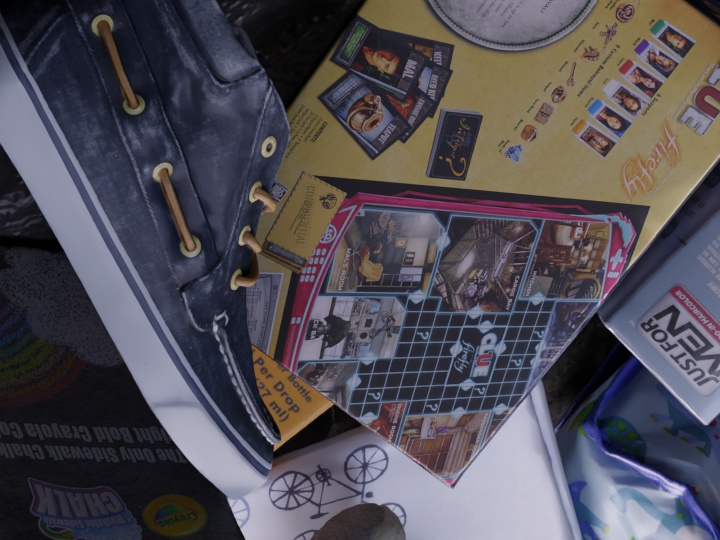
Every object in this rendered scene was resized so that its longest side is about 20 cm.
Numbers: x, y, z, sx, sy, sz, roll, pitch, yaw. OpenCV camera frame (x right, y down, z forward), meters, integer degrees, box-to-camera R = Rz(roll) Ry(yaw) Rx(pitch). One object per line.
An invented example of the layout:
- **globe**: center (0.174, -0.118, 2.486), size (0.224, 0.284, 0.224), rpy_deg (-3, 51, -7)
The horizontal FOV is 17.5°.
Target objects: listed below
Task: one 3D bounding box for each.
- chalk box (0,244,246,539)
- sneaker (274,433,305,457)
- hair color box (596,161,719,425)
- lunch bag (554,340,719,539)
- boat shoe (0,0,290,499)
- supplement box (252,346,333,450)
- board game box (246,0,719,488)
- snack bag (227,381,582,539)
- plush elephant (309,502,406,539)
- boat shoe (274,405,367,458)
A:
- **chalk box**: center (-0.132, 0.103, 0.856), size (0.124, 0.201, 0.124), rpy_deg (6, 135, -41)
- **sneaker**: center (0.003, 0.120, 1.084), size (0.077, 0.089, 0.200), rpy_deg (-42, 144, 22)
- **hair color box**: center (0.171, -0.043, 0.885), size (0.200, 0.099, 0.061), rpy_deg (-44, 104, 5)
- **lunch bag**: center (0.153, 0.093, 1.088), size (0.200, 0.127, 0.170), rpy_deg (-38, 165, -41)
- **boat shoe**: center (-0.055, -0.016, 0.806), size (0.091, 0.071, 0.201), rpy_deg (-29, 116, -2)
- **supplement box**: center (0.000, 0.000, 0.916), size (0.200, 0.067, 0.069), rpy_deg (-40, -177, 16)
- **board game box**: center (0.039, -0.037, 0.839), size (0.200, 0.135, 0.035), rpy_deg (-52, -175, 21)
- **snack bag**: center (0.012, 0.156, 0.989), size (0.188, 0.021, 0.201), rpy_deg (-20, 115, -6)
- **plush elephant**: center (0.018, 0.227, 0.910), size (0.165, 0.155, 0.201), rpy_deg (-40, 128, -22)
- **boat shoe**: center (0.000, 0.053, 0.996), size (0.068, 0.072, 0.200), rpy_deg (35, 97, -22)
